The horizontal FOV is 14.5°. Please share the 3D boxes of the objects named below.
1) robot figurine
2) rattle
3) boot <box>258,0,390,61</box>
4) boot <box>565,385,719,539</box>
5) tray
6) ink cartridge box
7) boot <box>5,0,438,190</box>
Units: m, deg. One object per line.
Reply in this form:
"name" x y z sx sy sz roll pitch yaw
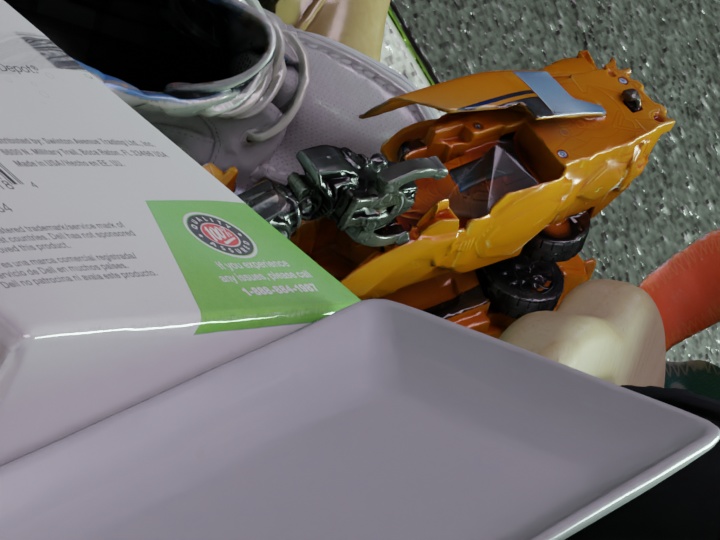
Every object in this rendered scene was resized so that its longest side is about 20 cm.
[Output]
"robot figurine" 0.000 0.000 0.878 0.199 0.145 0.058 -17 54 -34
"rattle" 0.034 0.054 0.890 0.131 0.142 0.200 60 37 -28
"boot" 0.019 -0.014 1.011 0.200 0.066 0.175 48 47 -16
"boot" 0.086 0.085 0.660 0.197 0.074 0.162 20 11 23
"tray" -0.021 0.058 0.605 0.199 0.107 0.022 -24 125 -45
"ink cartridge box" -0.121 -0.013 0.706 0.200 0.084 0.145 39 22 25
"boot" -0.044 -0.054 0.868 0.199 0.095 0.074 9 81 -28
